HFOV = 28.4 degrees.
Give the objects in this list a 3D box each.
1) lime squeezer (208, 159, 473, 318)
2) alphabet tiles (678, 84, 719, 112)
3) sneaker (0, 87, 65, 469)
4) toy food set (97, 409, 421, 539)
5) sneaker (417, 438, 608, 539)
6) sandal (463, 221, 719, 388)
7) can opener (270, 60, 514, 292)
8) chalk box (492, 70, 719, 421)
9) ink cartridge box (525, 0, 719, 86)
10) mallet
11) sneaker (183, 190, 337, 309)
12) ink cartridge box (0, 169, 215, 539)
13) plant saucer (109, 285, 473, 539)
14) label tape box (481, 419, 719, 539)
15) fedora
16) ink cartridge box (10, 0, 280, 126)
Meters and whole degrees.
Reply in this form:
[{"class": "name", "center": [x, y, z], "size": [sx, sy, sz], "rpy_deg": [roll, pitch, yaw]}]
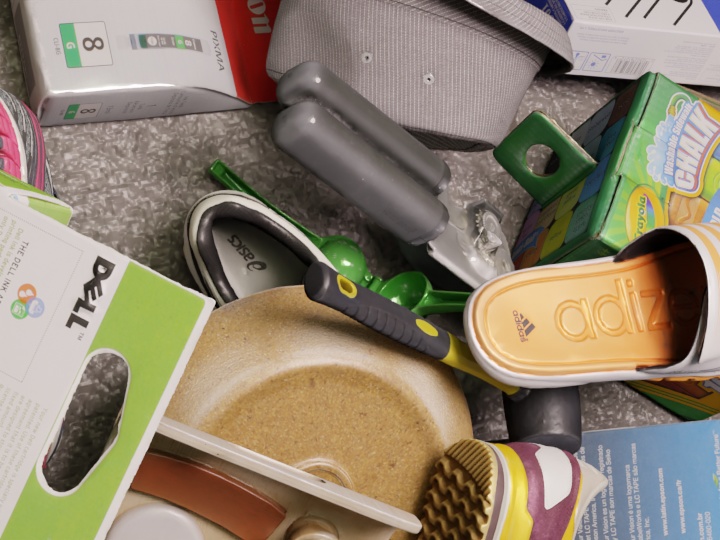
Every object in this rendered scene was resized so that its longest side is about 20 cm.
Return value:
[{"class": "lime squeezer", "center": [0.000, 0.000, 0.799], "size": [0.199, 0.071, 0.038], "rpy_deg": [26, 81, 20]}, {"class": "alphabet tiles", "center": [0.297, -0.073, 0.904], "size": [0.199, 0.167, 0.008], "rpy_deg": [11, 108, -42]}, {"class": "sneaker", "center": [-0.176, 0.002, 0.719], "size": [0.080, 0.075, 0.202], "rpy_deg": [-8, 85, 18]}, {"class": "toy food set", "center": [-0.077, 0.170, 0.655], "size": [0.142, 0.060, 0.201], "rpy_deg": [23, 106, -14]}, {"class": "sneaker", "center": [0.066, 0.184, 0.708], "size": [0.089, 0.075, 0.202], "rpy_deg": [10, 104, -25]}, {"class": "sandal", "center": [0.151, 0.018, 0.715], "size": [0.205, 0.059, 0.080], "rpy_deg": [-10, 76, -28]}, {"class": "can opener", "center": [0.015, -0.036, 0.777], "size": [0.199, 0.066, 0.054], "rpy_deg": [35, 47, -38]}, {"class": "chalk box", "center": [0.168, -0.021, 0.842], "size": [0.199, 0.125, 0.125], "rpy_deg": [29, 63, -10]}, {"class": "ink cartridge box", "center": [0.201, -0.169, 0.936], "size": [0.198, 0.044, 0.095], "rpy_deg": [2, 48, -23]}, {"class": "mallet", "center": [0.046, 0.048, 0.701], "size": [0.199, 0.041, 0.067], "rpy_deg": [20, 54, -46]}, {"class": "sneaker", "center": [-0.024, 0.040, 0.750], "size": [0.200, 0.088, 0.076], "rpy_deg": [44, 85, 0]}, {"class": "ink cartridge box", "center": [-0.172, 0.035, 0.638], "size": [0.199, 0.076, 0.149], "rpy_deg": [27, 92, 9]}, {"class": "plant saucer", "center": [-0.028, 0.110, 0.708], "size": [0.198, 0.035, 0.203], "rpy_deg": [-5, 104, -19]}, {"class": "label tape box", "center": [0.111, 0.165, 0.772], "size": [0.198, 0.063, 0.146], "rpy_deg": [-7, 70, 18]}, {"class": "fedora", "center": [0.017, -0.124, 0.804], "size": [0.198, 0.177, 0.091], "rpy_deg": [21, 91, -4]}, {"class": "ink cartridge box", "center": [-0.104, -0.173, 0.823], "size": [0.198, 0.050, 0.163], "rpy_deg": [-8, 76, -23]}]
